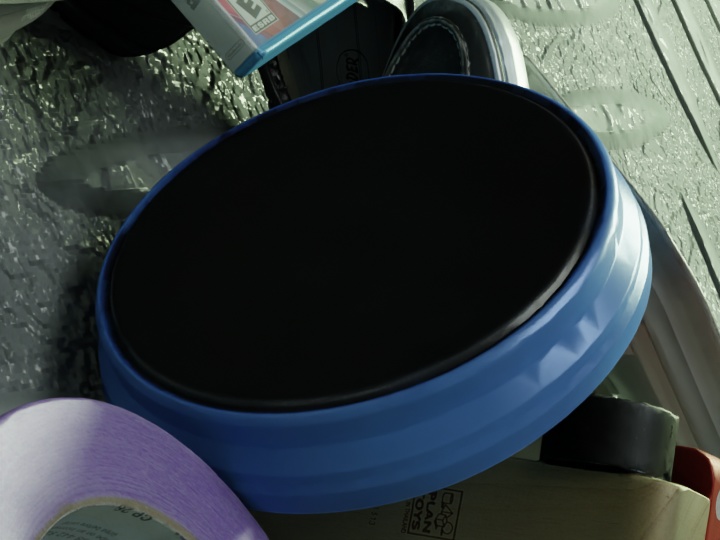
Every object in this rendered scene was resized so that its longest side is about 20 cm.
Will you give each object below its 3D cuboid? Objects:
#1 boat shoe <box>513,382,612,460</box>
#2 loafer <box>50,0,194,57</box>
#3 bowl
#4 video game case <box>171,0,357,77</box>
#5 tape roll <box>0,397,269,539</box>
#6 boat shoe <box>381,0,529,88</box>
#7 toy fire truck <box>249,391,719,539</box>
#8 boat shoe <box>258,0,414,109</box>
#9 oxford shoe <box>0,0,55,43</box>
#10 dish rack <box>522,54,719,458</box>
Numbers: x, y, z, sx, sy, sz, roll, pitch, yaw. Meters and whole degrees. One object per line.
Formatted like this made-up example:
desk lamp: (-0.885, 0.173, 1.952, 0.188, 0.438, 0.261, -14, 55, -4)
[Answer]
boat shoe: (0.075, 0.077, 1.028, 0.062, 0.075, 0.200, 66, -3, -32)
loafer: (-0.120, -0.147, 0.892, 0.200, 0.070, 0.068, 32, 40, -48)
bowl: (0.000, 0.000, 0.835, 0.201, 0.199, 0.040, -81, 158, -50)
video game case: (-0.072, -0.175, 0.896, 0.200, 0.018, 0.143, 49, 38, 0)
tape roll: (-0.080, 0.142, 0.709, 0.200, 0.065, 0.201, 43, 33, -38)
boat shoe: (0.014, -0.016, 0.944, 0.071, 0.072, 0.201, 16, 85, -53)
toy fire truck: (0.059, 0.119, 0.889, 0.200, 0.175, 0.130, 27, 71, -60)
boat shoe: (-0.013, -0.110, 0.991, 0.066, 0.074, 0.201, -95, -177, -67)
oxford shoe: (-0.171, -0.105, 0.781, 0.199, 0.058, 0.076, -4, 67, -47)
dish rack: (0.112, 0.021, 1.005, 0.200, 0.043, 0.172, 62, -1, -42)
